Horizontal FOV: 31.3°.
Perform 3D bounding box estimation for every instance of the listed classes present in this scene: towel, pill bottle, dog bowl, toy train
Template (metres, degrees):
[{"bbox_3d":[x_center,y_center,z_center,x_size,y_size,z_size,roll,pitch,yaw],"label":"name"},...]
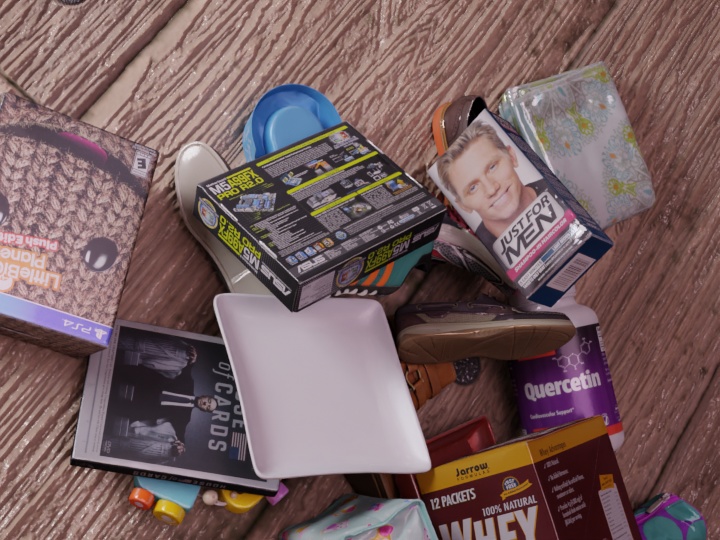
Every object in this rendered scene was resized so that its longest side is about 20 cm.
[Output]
[{"bbox_3d":[0.269,-0.147,1.578,0.171,0.048,0.201,-21,92,-30],"label":"towel"},{"bbox_3d":[0.226,0.115,1.466,0.112,0.112,0.201,-10,86,-30],"label":"pill bottle"},{"bbox_3d":[-0.064,-0.097,1.380,0.111,0.050,0.201,-14,87,-31],"label":"dog bowl"},{"bbox_3d":[-0.149,0.176,1.282,0.199,0.056,0.151,-11,68,-24],"label":"toy train"}]

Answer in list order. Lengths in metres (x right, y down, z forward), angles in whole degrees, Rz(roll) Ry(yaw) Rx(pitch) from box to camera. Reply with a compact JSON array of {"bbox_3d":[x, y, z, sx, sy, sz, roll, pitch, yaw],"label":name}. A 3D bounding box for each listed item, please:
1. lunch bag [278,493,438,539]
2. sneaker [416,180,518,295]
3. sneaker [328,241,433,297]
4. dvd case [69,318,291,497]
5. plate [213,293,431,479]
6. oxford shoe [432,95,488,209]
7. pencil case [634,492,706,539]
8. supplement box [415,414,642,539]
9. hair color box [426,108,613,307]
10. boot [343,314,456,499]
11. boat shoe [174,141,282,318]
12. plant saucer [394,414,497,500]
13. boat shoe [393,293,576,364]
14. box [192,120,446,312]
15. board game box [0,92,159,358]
[{"bbox_3d":[0.020,0.333,1.275,0.122,0.170,0.201,-23,94,-25],"label":"lunch bag"},{"bbox_3d":[0.093,-0.032,1.435,0.200,0.081,0.075,32,108,-7],"label":"sneaker"},{"bbox_3d":[0.000,0.000,1.331,0.200,0.071,0.080,-23,117,-30],"label":"sneaker"},{"bbox_3d":[-0.170,0.132,1.250,0.199,0.025,0.151,11,61,-14],"label":"dvd case"},{"bbox_3d":[-0.042,0.116,1.269,0.199,0.032,0.200,3,56,-33],"label":"plate"},{"bbox_3d":[0.139,-0.103,1.481,0.071,0.072,0.201,-18,90,-31],"label":"oxford shoe"},{"bbox_3d":[0.303,0.326,1.485,0.200,0.085,0.093,-20,107,-31],"label":"pencil case"},{"bbox_3d":[0.185,0.272,1.320,0.197,0.133,0.201,-5,76,-58],"label":"supplement box"},{"bbox_3d":[0.168,-0.068,1.377,0.060,0.100,0.200,17,31,-52],"label":"hair color box"},{"bbox_3d":[0.038,0.147,1.386,0.155,0.077,0.200,-20,83,-35],"label":"boot"},{"bbox_3d":[-0.135,-0.038,1.333,0.067,0.057,0.200,-26,90,5],"label":"boat shoe"},{"bbox_3d":[0.111,0.270,1.370,0.199,0.037,0.201,-11,82,-59],"label":"plant saucer"},{"bbox_3d":[0.132,0.057,1.377,0.199,0.072,0.065,-4,56,-11],"label":"boat shoe"},{"bbox_3d":[-0.039,-0.059,1.277,0.200,0.044,0.160,-28,57,-35],"label":"box"},{"bbox_3d":[-0.299,-0.038,1.208,0.159,0.097,0.201,19,71,-25],"label":"board game box"}]
